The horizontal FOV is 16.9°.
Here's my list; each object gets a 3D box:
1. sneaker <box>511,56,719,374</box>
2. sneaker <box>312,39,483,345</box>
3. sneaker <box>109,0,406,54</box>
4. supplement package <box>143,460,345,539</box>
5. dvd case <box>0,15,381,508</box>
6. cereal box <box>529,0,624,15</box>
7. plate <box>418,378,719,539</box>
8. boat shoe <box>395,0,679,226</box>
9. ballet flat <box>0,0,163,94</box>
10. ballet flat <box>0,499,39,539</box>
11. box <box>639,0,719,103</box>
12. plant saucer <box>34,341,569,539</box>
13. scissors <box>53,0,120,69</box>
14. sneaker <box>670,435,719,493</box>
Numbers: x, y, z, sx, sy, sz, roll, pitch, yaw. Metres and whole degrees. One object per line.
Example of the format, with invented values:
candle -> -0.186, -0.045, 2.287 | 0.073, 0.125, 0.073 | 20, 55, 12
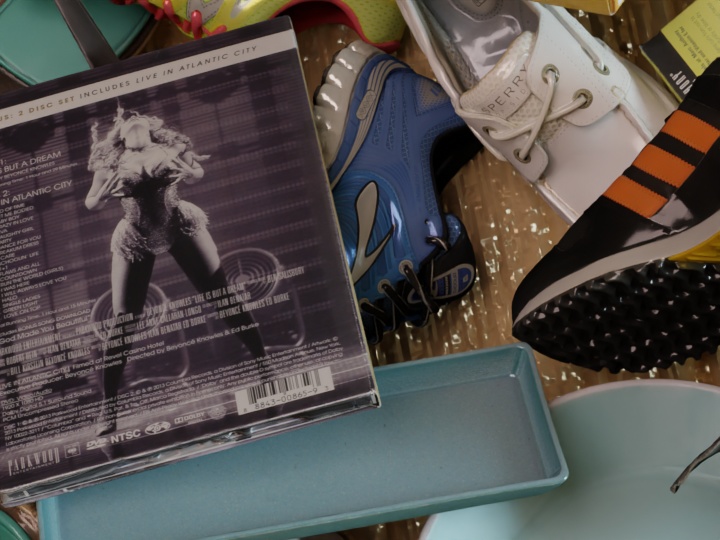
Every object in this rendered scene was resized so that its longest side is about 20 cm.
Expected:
sneaker -> 0.136, -0.033, 0.923 | 0.200, 0.070, 0.090 | -34, 41, 41
sneaker -> 0.000, 0.000, 1.000 | 0.089, 0.079, 0.201 | 19, 68, 8
sneaker -> -0.068, -0.128, 1.069 | 0.199, 0.078, 0.091 | -1, 89, 9
supplement package -> -0.072, 0.193, 0.969 | 0.120, 0.121, 0.200 | 37, 93, 29
dvd case -> -0.082, -0.009, 0.960 | 0.148, 0.016, 0.201 | -15, 52, 2
cereal box -> 0.079, -0.183, 0.987 | 0.143, 0.040, 0.200 | 12, 45, 27
plate -> 0.115, 0.139, 0.920 | 0.199, 0.026, 0.201 | -1, 66, 2
boat shoe -> 0.069, -0.074, 0.991 | 0.071, 0.069, 0.200 | -48, 70, 24
ballet flat -> -0.162, -0.078, 1.116 | 0.069, 0.063, 0.200 | 41, 72, 9
ballet flat -> -0.165, 0.122, 1.028 | 0.200, 0.065, 0.071 | -25, 90, 50
box -> 0.213, -0.120, 0.961 | 0.200, 0.050, 0.075 | -41, 62, 11
plant saucer -> -0.025, 0.074, 0.922 | 0.199, 0.019, 0.070 | -9, 49, -6
scissors -> -0.093, -0.069, 1.045 | 0.073, 0.014, 0.201 | -14, 79, -23
sneaker -> 0.207, 0.021, 0.910 | 0.199, 0.104, 0.060 | -35, 73, -29
